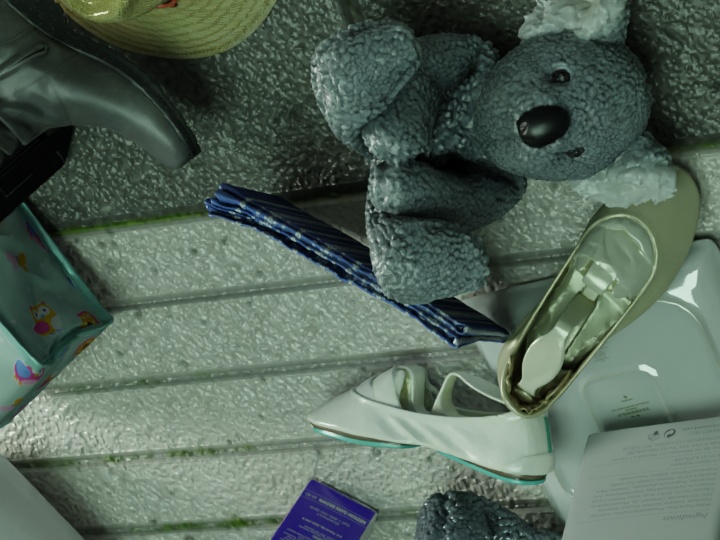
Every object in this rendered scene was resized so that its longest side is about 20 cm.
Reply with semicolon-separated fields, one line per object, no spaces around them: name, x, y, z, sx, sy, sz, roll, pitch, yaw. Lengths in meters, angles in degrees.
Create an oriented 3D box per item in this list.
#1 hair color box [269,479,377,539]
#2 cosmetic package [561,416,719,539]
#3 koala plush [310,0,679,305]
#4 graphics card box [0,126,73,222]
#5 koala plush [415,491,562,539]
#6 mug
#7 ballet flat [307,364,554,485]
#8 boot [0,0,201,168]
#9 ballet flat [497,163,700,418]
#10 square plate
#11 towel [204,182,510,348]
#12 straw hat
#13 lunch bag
hair color box;-0.062;0.259;1.620;0.064;0.200;0.110;25;126;7
cosmetic package;0.219;0.240;1.463;0.122;0.201;0.200;-11;127;27
koala plush;0.092;-0.096;1.387;0.199;0.184;0.178;-18;98;10
graphics card box;-0.317;-0.107;1.559;0.199;0.126;0.051;22;122;9
koala plush;0.095;0.294;1.557;0.183;0.200;0.178;17;130;12
mug;-0.280;0.243;1.770;0.153;0.187;0.150;39;95;-13
ballet flat;0.052;0.100;1.558;0.199;0.069;0.070;11;124;34
boot;-0.217;-0.102;1.478;0.200;0.132;0.070;38;168;-4
ballet flat;0.152;0.018;1.440;0.069;0.069;0.201;33;114;2
square plate;0.187;0.088;1.517;0.199;0.028;0.199;-15;113;30
towel;0.000;0.000;1.469;0.199;0.145;0.024;30;96;15
straw hat;-0.155;-0.207;1.452;0.200;0.085;0.202;11;122;18
lunch bag;-0.311;0.020;1.639;0.200;0.122;0.170;50;128;0
